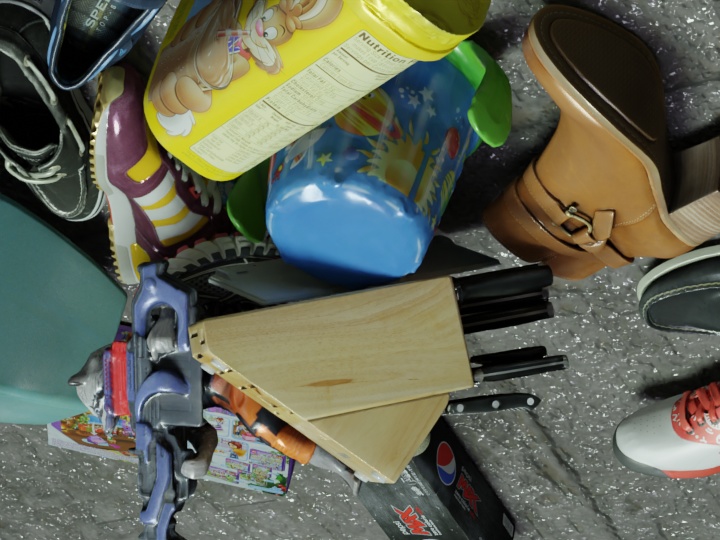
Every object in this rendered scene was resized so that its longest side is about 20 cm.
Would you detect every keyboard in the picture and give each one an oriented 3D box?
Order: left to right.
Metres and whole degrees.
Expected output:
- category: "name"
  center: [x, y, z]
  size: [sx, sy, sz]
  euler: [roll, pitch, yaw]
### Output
- category: "keyboard"
  center: [0.000, 0.000, 1.151]
  size: [0.056, 0.200, 0.011]
  euler: [28, 118, 42]

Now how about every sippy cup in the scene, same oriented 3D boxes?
- category: "sippy cup"
  center: [0.002, -0.065, 1.102]
  size: [0.139, 0.131, 0.178]
  euler: [18, 141, -6]

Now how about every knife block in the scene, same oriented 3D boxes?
- category: "knife block"
  center: [0.022, 0.031, 1.104]
  size: [0.200, 0.176, 0.064]
  euler: [35, 167, -8]

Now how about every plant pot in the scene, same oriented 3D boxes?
- category: "plant pot"
  center: [-0.276, 0.024, 1.265]
  size: [0.200, 0.142, 0.141]
  euler: [25, 157, -26]

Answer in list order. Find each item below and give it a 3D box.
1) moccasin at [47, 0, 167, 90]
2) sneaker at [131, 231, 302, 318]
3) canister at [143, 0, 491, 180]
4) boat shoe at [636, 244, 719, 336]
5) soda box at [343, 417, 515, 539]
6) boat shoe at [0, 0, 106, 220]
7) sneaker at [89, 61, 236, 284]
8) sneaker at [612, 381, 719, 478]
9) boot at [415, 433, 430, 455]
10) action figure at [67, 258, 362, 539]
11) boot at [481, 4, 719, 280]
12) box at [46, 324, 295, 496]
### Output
- category: "moccasin"
  center: [-0.127, -0.174, 1.057]
  size: [0.080, 0.068, 0.200]
  euler: [22, 138, -9]
- category: "sneaker"
  center: [-0.050, 0.018, 1.208]
  size: [0.199, 0.075, 0.081]
  euler: [-7, 155, -9]
- category: "canister"
  center: [-0.022, -0.146, 0.998]
  size: [0.086, 0.149, 0.200]
  euler: [36, 138, -25]
- category: "boat shoe"
  center: [0.275, 0.025, 1.181]
  size: [0.199, 0.068, 0.072]
  euler: [1, 141, 19]
- category: "soda box"
  center: [0.050, 0.173, 1.429]
  size: [0.071, 0.063, 0.200]
  euler: [-8, 136, 27]
- category: "boat shoe"
  center: [-0.211, -0.092, 1.187]
  size: [0.071, 0.064, 0.200]
  euler: [4, 141, 13]
- category: "sneaker"
  center: [-0.123, -0.063, 1.199]
  size: [0.090, 0.075, 0.200]
  euler: [1, 146, 3]
- category: "sneaker"
  center: [0.267, 0.084, 1.255]
  size: [0.201, 0.067, 0.108]
  euler: [-4, 137, 16]
- category: "boot"
  center: [-0.054, 0.068, 1.315]
  size: [0.200, 0.072, 0.155]
  euler: [36, -170, 32]
- category: "action figure"
  center: [-0.089, 0.094, 1.161]
  size: [0.193, 0.105, 0.201]
  euler: [8, 96, 5]
- category: "boot"
  center: [0.128, -0.064, 1.114]
  size: [0.200, 0.074, 0.155]
  euler: [40, 139, -25]
- category: "box"
  center: [-0.145, 0.105, 1.426]
  size: [0.199, 0.039, 0.137]
  euler: [12, 142, 2]
